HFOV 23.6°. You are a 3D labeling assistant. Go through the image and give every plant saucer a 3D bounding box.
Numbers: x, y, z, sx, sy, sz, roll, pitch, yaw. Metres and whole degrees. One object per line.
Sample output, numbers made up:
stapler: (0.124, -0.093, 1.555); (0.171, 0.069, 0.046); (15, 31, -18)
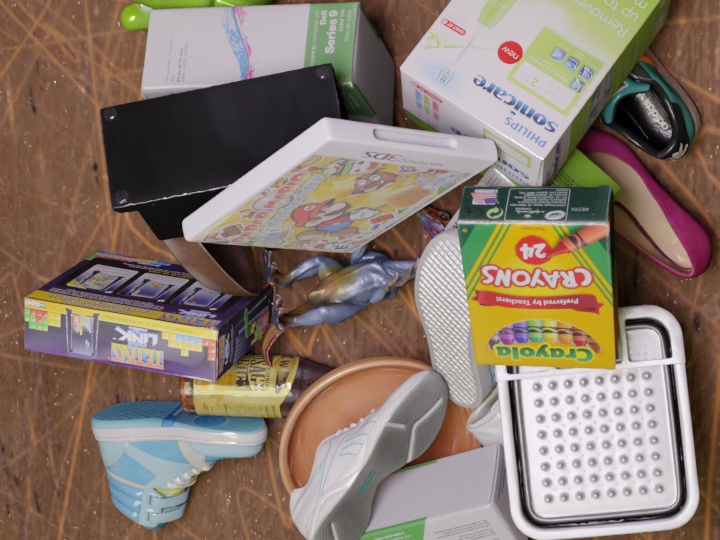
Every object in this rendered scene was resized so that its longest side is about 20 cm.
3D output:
plant saucer: (0.018, 0.168, 1.677); (0.199, 0.038, 0.201); (-4, 116, -7)
plant saucer: (-0.164, -0.051, 1.609); (0.037, 0.200, 0.201); (-34, 95, 7)

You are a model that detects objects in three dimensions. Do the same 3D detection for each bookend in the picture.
bookend: (-0.100, -0.082, 1.492); (0.198, 0.200, 0.093); (-11, 72, 4)

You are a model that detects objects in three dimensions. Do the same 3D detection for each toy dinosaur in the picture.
toy dinosaur: (0.000, 0.000, 1.642); (0.180, 0.200, 0.106); (-7, 67, -16)

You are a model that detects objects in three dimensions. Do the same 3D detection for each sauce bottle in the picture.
sauce bottle: (-0.079, 0.115, 1.711); (0.199, 0.066, 0.066); (0, 108, 8)

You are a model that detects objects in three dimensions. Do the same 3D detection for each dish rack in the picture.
dish rack: (0.213, 0.138, 1.557); (0.171, 0.044, 0.201); (-6, 83, 8)

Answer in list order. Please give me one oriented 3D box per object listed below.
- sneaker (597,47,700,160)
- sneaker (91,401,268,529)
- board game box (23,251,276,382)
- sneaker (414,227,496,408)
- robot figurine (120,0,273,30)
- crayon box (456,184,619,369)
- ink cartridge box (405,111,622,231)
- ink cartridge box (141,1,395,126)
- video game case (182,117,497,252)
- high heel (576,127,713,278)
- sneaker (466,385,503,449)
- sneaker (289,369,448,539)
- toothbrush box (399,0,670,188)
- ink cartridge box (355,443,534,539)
sneaker: (0.220, -0.178, 1.510); (0.200, 0.080, 0.071); (45, 114, 1)
sneaker: (-0.177, 0.205, 1.767); (0.199, 0.079, 0.131); (1, 106, 28)
board game box: (-0.201, 0.042, 1.672); (0.199, 0.165, 0.057); (9, 110, 15)
sneaker: (0.101, 0.030, 1.589); (0.074, 0.082, 0.201); (20, 137, 26)
robot figurine: (-0.174, -0.297, 1.579); (0.199, 0.116, 0.176); (21, 124, 11)
crayon box: (0.156, 0.019, 1.465); (0.126, 0.051, 0.201); (0, 133, 13)
ink cartridge box: (0.115, -0.085, 1.539); (0.200, 0.076, 0.148); (40, 155, 3)
ink cartridge box: (-0.081, -0.175, 1.559); (0.199, 0.145, 0.088); (-1, 74, 15)
video game case: (-0.018, -0.064, 1.402); (0.200, 0.181, 0.023); (-31, 64, 44)
high heel: (0.230, -0.066, 1.535); (0.199, 0.096, 0.068); (31, 114, 6)
sneaker: (0.194, 0.127, 1.611); (0.200, 0.074, 0.116); (-34, 111, 25)
sneaker: (0.001, 0.167, 1.610); (0.201, 0.080, 0.070); (-51, 131, -1)
toothbrush box: (0.148, -0.190, 1.444); (0.145, 0.086, 0.200); (35, 78, 14)
ink cartridge box: (0.108, 0.278, 1.659); (0.145, 0.084, 0.200); (-17, 124, 23)
